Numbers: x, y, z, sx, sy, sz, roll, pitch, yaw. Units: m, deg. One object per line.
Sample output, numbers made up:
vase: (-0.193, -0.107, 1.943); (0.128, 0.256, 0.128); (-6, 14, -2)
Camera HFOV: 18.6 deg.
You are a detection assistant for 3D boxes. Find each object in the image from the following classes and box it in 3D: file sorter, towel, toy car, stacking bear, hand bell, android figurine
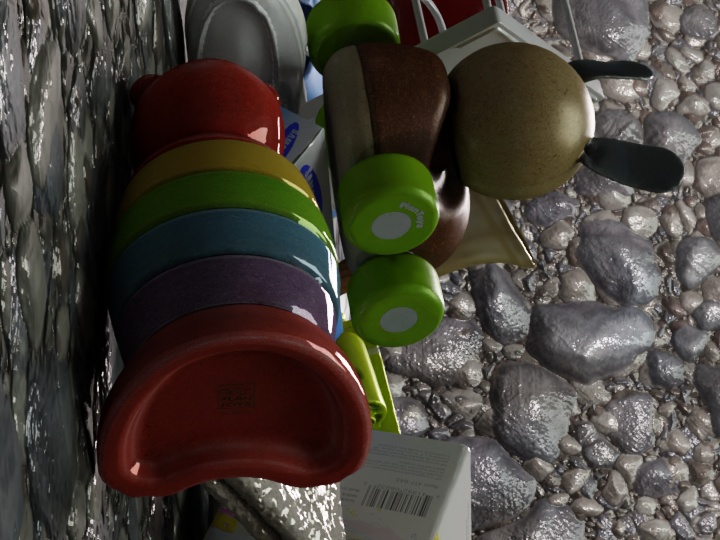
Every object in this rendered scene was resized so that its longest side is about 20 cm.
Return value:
file sorter: (0.027, -0.143, 1.414); (0.139, 0.199, 0.125); (26, 45, -52)
towel: (-0.056, 0.069, 1.134); (0.200, 0.034, 0.133); (51, 29, -49)
toy car: (0.079, -0.071, 1.262); (0.158, 0.199, 0.165); (84, -4, -50)
stacking bear: (-0.065, -0.012, 1.003); (0.114, 0.121, 0.201); (97, -13, -49)
hand bell: (0.000, 0.000, 1.380); (0.105, 0.199, 0.104); (60, 6, -10)
android figurine: (0.007, 0.115, 1.446); (0.183, 0.041, 0.201); (79, -4, -48)

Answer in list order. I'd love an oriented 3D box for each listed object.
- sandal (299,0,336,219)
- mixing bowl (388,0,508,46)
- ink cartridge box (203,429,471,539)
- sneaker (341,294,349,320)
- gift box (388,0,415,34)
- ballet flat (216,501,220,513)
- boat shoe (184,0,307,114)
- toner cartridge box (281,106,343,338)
sandal: (-0.047, -0.132, 1.557); (0.087, 0.079, 0.201); (-52, 131, -82)
mixing bowl: (0.002, -0.193, 1.686); (0.108, 0.199, 0.202); (-167, -105, -65)
ink cartridge box: (-0.022, 0.198, 1.241); (0.200, 0.128, 0.126); (-62, 156, -50)
sneaker: (-0.046, -0.003, 1.564); (0.200, 0.073, 0.116); (-80, 172, -67)
gift box: (0.027, -0.177, 1.843); (0.185, 0.198, 0.188); (-67, 159, -69)
ballet flat: (-0.065, 0.084, 1.418); (0.070, 0.069, 0.201); (84, 9, -61)
boat shoe: (-0.070, -0.086, 1.261); (0.069, 0.071, 0.201); (-89, -174, -45)
toner cartridge box: (-0.057, 0.003, 1.255); (0.095, 0.043, 0.201); (-52, 157, -27)
